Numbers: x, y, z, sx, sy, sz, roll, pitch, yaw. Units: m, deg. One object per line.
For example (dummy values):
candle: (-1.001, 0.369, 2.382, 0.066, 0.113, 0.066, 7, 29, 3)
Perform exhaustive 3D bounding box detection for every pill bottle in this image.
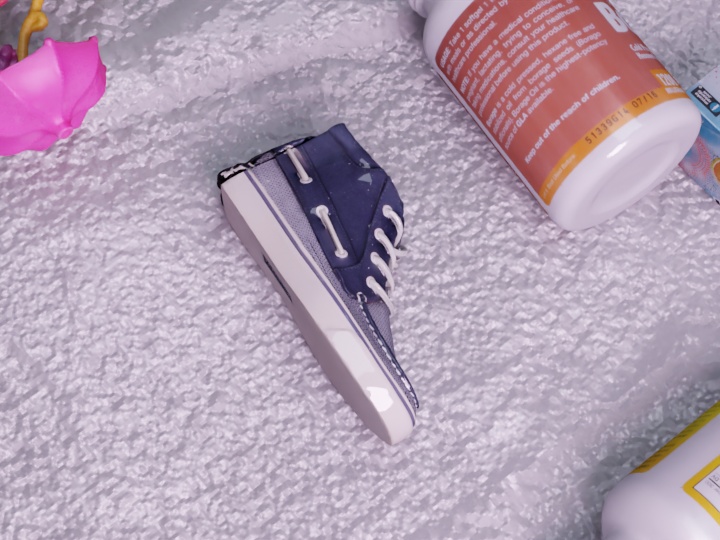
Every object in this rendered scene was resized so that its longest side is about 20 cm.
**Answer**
pill bottle: (0.206, 0.134, 1.008, 0.200, 0.104, 0.104, -35, 72, -21)
pill bottle: (0.111, -0.133, 1.126, 0.112, 0.112, 0.200, -29, 71, -20)

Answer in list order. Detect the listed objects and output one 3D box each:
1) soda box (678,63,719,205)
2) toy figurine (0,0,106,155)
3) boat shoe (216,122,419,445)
soda box: (0.283, -0.044, 1.131, 0.068, 0.064, 0.200, -36, 72, -22)
toy figurine: (-0.222, -0.160, 1.103, 0.199, 0.150, 0.185, -2, 71, 16)
boat shoe: (0.000, 0.000, 1.065, 0.092, 0.075, 0.200, -29, 69, -12)
